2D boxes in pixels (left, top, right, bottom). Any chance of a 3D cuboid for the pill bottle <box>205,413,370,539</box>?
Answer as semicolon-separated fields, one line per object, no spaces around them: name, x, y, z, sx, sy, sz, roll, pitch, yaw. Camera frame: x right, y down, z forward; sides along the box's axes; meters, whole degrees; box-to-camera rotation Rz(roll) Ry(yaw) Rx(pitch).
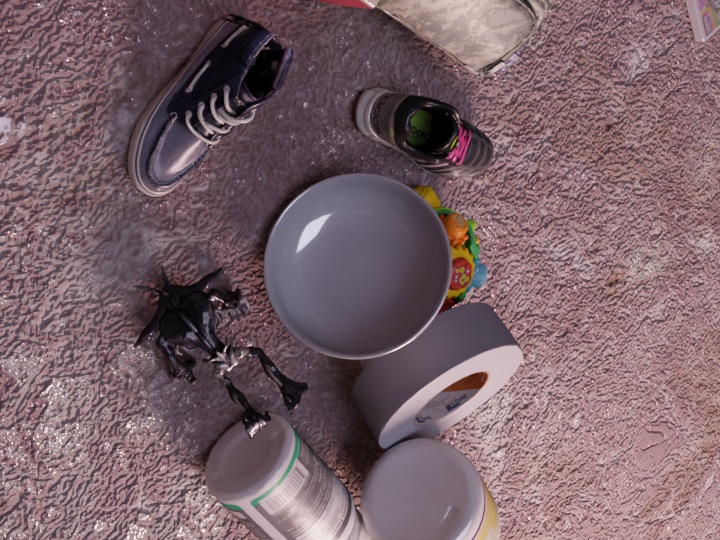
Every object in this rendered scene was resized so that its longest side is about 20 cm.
pill bottle;-0.076;0.261;1.181;0.113;0.113;0.200;-46;127;-15

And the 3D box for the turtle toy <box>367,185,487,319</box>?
turtle toy;0.069;0.007;1.207;0.200;0.101;0.146;-42;126;-18

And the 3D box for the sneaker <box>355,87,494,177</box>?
sneaker;0.089;-0.147;1.178;0.200;0.087;0.074;19;94;-40

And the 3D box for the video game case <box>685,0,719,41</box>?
video game case;0.512;-0.429;1.440;0.200;0.018;0.143;-41;125;-19

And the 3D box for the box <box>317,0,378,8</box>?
box;-0.058;-0.352;0.983;0.200;0.109;0.128;26;90;-39

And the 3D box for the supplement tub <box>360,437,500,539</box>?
supplement tub;0.091;0.297;1.267;0.145;0.145;0.200;-51;152;-11

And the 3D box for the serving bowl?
serving bowl;0.000;0.000;1.123;0.200;0.200;0.066;-56;166;-7

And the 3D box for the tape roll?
tape roll;0.090;0.125;1.222;0.200;0.066;0.200;-27;155;-14

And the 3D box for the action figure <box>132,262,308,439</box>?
action figure;-0.151;0.076;1.074;0.119;0.102;0.200;-42;100;-8

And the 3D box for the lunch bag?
lunch bag;0.110;-0.316;1.111;0.200;0.139;0.168;23;107;-39

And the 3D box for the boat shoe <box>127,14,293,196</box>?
boat shoe;-0.143;-0.154;0.999;0.075;0.093;0.200;33;85;-39
